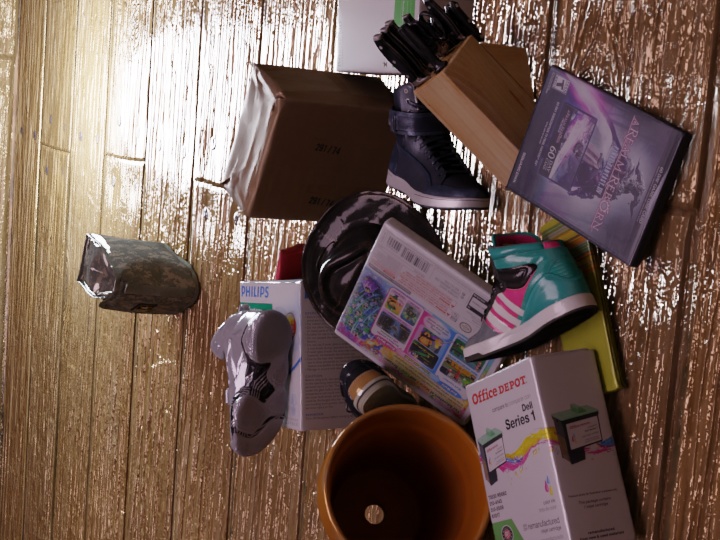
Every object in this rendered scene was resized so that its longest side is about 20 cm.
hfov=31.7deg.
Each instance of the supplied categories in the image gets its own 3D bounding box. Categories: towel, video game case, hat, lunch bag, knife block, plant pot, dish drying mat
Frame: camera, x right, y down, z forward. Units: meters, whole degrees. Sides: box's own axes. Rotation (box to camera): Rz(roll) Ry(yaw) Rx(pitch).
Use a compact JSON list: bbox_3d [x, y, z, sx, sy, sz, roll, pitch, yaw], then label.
[{"bbox_3d":[0.234,0.035,1.340,0.086,0.018,0.200,145,119,-61],"label":"towel"},{"bbox_3d":[0.080,0.062,1.494,0.200,0.024,0.182,35,127,14],"label":"video game case"},{"bbox_3d":[0.000,0.000,1.579,0.201,0.081,0.201,4,100,23],"label":"hat"},{"bbox_3d":[-0.401,0.016,2.291,0.200,0.164,0.118,32,112,56],"label":"lunch bag"},{"bbox_3d":[0.105,-0.199,1.403,0.064,0.175,0.200,-28,66,58],"label":"knife block"},{"bbox_3d":[0.037,0.281,1.525,0.183,0.200,0.200,121,141,-65],"label":"plant pot"},{"bbox_3d":[-0.113,0.061,1.894,0.018,0.077,0.200,16,107,22],"label":"dish drying mat"},{"bbox_3d":[0.238,-0.110,1.298,0.200,0.019,0.143,40,119,47],"label":"video game case"}]

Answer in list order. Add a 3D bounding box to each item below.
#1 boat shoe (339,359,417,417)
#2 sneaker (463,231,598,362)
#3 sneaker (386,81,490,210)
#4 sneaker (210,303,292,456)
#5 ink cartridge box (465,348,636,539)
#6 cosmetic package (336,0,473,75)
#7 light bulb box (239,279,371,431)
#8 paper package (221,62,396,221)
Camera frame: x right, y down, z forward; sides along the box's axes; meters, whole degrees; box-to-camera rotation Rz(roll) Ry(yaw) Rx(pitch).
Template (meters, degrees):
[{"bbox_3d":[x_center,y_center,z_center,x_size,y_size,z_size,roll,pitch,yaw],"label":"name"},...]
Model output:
[{"bbox_3d":[0.021,0.161,1.572,0.062,0.075,0.200,45,175,27],"label":"boat shoe"},{"bbox_3d":[0.164,0.020,1.363,0.200,0.084,0.121,-35,65,51],"label":"sneaker"},{"bbox_3d":[0.094,-0.154,1.520,0.202,0.077,0.146,33,120,57],"label":"sneaker"},{"bbox_3d":[-0.151,0.142,1.701,0.115,0.075,0.200,21,103,58],"label":"sneaker"},{"bbox_3d":[0.194,0.196,1.323,0.145,0.084,0.200,-36,61,60],"label":"ink cartridge box"},{"bbox_3d":[0.053,-0.297,1.587,0.200,0.085,0.108,13,104,58],"label":"cosmetic package"},{"bbox_3d":[-0.073,0.111,1.760,0.198,0.125,0.200,-2,89,60],"label":"light bulb box"},{"bbox_3d":[-0.060,-0.162,1.664,0.103,0.200,0.191,54,134,45],"label":"paper package"}]
